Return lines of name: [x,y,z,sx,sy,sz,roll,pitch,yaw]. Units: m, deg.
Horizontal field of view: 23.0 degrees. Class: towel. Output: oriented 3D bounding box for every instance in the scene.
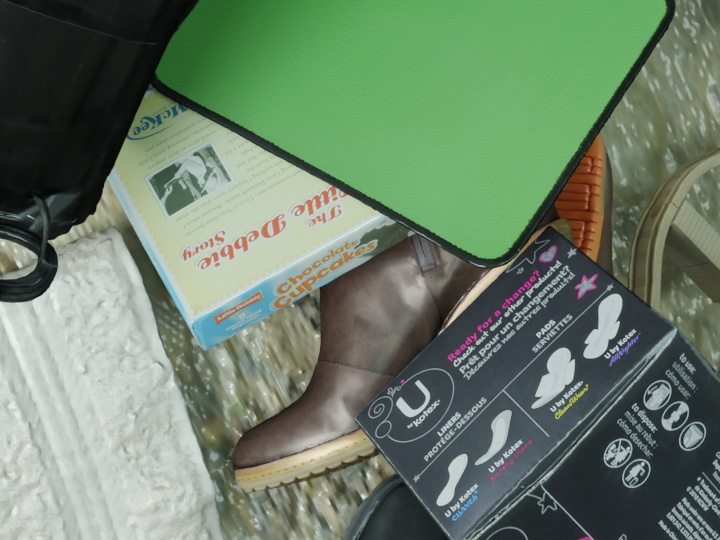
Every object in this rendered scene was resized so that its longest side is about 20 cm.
towel: [-0.141,0.095,0.824,0.132,0.034,0.201,-21,100,-19]

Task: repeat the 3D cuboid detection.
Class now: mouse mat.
mouse mat: [0.022,-0.105,0.801,0.200,0.008,0.161,30,74,18]

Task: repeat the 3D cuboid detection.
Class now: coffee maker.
coffee maker: [-0.114,-0.122,0.700,0.134,0.192,0.200,0,133,-38]

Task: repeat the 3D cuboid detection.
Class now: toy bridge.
toy bridge: [0.173,-0.010,0.914,0.067,0.027,0.200,43,63,-21]

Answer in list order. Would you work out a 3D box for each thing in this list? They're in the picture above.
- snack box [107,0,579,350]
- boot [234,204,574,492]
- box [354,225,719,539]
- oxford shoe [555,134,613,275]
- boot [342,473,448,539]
snack box: [-0.013,-0.062,0.811,0.199,0.037,0.116,-29,66,-5]
boot: [0.000,0.000,0.862,0.199,0.072,0.167,-28,82,4]
box: [0.117,0.101,0.801,0.132,0.115,0.200,-45,125,0]
oxford shoe: [0.100,0.025,0.907,0.073,0.071,0.201,14,86,-48]
boot: [0.042,0.189,0.811,0.065,0.200,0.166,19,87,-21]
